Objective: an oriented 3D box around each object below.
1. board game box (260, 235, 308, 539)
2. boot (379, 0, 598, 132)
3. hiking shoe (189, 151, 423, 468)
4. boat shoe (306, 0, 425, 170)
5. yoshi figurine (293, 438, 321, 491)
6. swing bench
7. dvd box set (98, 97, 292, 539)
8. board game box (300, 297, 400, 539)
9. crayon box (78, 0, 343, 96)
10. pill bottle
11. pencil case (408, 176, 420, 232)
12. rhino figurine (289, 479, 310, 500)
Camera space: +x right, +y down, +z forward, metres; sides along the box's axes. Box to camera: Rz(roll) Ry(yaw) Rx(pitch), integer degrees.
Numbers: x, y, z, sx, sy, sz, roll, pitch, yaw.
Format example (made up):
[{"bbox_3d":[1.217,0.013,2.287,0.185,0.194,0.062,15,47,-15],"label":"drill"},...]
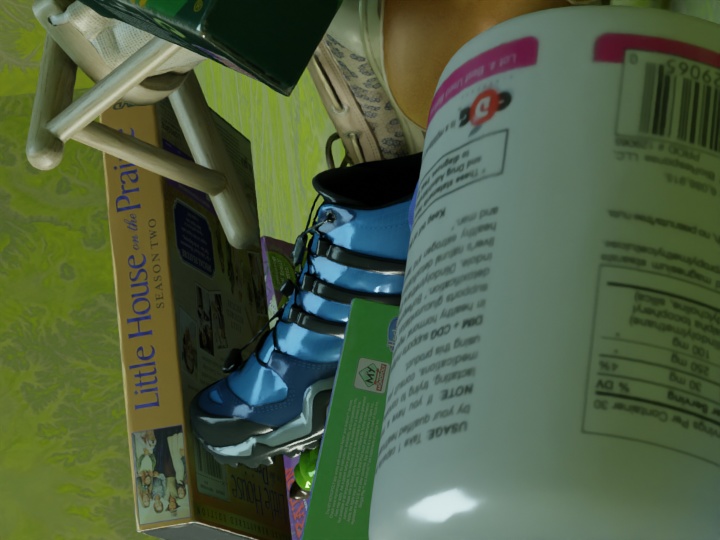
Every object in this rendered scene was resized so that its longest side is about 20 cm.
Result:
[{"bbox_3d":[0.008,0.082,1.197,0.032,0.119,0.201,-39,47,34],"label":"board game box"},{"bbox_3d":[0.057,-0.106,0.750,0.144,0.070,0.202,-92,22,-62],"label":"boot"},{"bbox_3d":[0.000,0.000,0.954,0.087,0.199,0.074,49,-159,-13],"label":"hiking shoe"},{"bbox_3d":[0.009,-0.087,1.118,0.200,0.062,0.074,74,-156,-58],"label":"boat shoe"},{"bbox_3d":[0.019,0.112,0.954,0.200,0.112,0.112,-54,0,24],"label":"yoshi figurine"},{"bbox_3d":[-0.036,-0.152,0.957,0.198,0.129,0.201,-34,53,30],"label":"swing bench"},{"bbox_3d":[-0.072,0.023,1.066,0.146,0.029,0.202,35,-133,-71],"label":"dvd box set"},{"bbox_3d":[-0.013,0.124,0.815,0.135,0.029,0.202,97,-175,-72],"label":"board game box"},{"bbox_3d":[-0.026,-0.172,0.826,0.127,0.051,0.201,26,86,48],"label":"crayon box"},{"bbox_3d":[0.063,0.040,0.655,0.114,0.112,0.201,102,178,-63],"label":"pill bottle"},{"bbox_3d":[0.076,0.021,0.809,0.201,0.086,0.078,-109,4,-52],"label":"pencil case"},{"bbox_3d":[0.017,0.106,1.115,0.060,0.087,0.201,-46,17,39],"label":"rhino figurine"}]
